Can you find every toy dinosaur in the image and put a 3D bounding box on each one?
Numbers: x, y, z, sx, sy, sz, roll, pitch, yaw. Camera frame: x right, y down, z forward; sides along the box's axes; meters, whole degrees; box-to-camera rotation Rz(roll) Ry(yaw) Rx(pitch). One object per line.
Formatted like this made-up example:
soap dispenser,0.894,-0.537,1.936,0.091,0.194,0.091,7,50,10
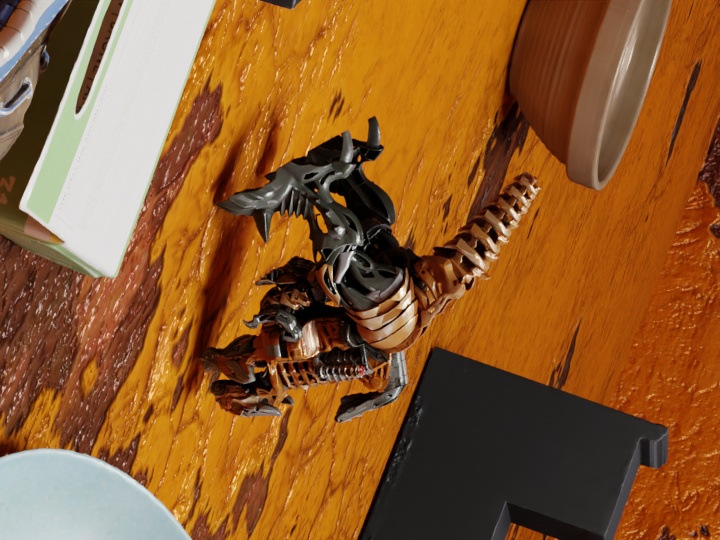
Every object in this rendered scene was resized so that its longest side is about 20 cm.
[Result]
toy dinosaur,0.000,0.000,1.318,0.199,0.136,0.102,-29,-178,-1

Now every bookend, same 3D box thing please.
bookend,0.118,0.192,2.001,0.092,0.199,0.200,71,39,-70

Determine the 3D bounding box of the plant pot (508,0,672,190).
plant pot,0.173,-0.171,1.960,0.201,0.092,0.202,18,90,-79

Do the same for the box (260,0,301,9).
box,0.000,-0.228,1.237,0.200,0.036,0.144,-51,156,-56

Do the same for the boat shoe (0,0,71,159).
boat shoe,-0.135,-0.060,0.799,0.200,0.072,0.073,-52,159,-58

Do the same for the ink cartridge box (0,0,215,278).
ink cartridge box,-0.100,-0.081,0.939,0.200,0.048,0.146,55,54,-81

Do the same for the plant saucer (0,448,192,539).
plant saucer,-0.129,0.177,1.071,0.200,0.039,0.202,24,57,-43
